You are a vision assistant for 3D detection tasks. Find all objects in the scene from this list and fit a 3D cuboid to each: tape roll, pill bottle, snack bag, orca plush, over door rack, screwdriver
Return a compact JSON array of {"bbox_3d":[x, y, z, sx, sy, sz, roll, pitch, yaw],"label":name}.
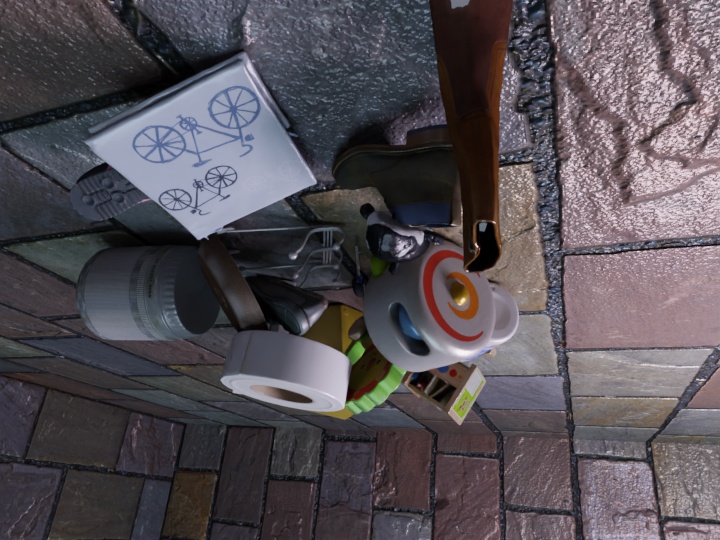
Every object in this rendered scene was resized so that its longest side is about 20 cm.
[{"bbox_3d":[-0.116,0.163,0.817,0.200,0.072,0.203,10,155,5],"label":"tape roll"},{"bbox_3d":[0.200,0.106,0.970,0.111,0.113,0.200,11,155,-11],"label":"pill bottle"},{"bbox_3d":[-0.160,-0.124,0.578,0.187,0.022,0.200,-24,147,9],"label":"snack bag"},{"bbox_3d":[0.039,-0.035,0.634,0.104,0.072,0.200,20,-164,-4],"label":"orca plush"},{"bbox_3d":[-0.127,-0.021,0.818,0.197,0.067,0.148,7,155,-2],"label":"over door rack"},{"bbox_3d":[0.000,0.000,0.887,0.029,0.028,0.201,-22,158,-13],"label":"screwdriver"}]

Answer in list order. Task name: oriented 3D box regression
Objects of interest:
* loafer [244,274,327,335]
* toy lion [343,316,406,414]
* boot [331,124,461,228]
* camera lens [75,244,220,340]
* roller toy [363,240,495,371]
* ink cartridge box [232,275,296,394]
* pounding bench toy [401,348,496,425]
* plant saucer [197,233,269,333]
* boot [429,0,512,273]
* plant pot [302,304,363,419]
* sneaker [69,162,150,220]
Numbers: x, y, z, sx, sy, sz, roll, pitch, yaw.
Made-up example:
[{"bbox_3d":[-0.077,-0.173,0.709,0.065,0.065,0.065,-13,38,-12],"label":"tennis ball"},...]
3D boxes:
[{"bbox_3d":[-0.124,0.046,0.809,0.199,0.063,0.073,20,135,49],"label":"loafer"},{"bbox_3d":[0.019,0.159,0.892,0.069,0.193,0.199,43,148,-16],"label":"toy lion"},{"bbox_3d":[0.034,-0.088,0.567,0.074,0.098,0.199,4,175,-39],"label":"boot"},{"bbox_3d":[-0.362,0.039,0.885,0.197,0.162,0.160,-2,155,16],"label":"camera lens"},{"bbox_3d":[0.111,0.054,0.785,0.198,0.185,0.139,20,149,-30],"label":"roller toy"},{"bbox_3d":[-0.187,0.132,1.002,0.083,0.202,0.146,11,156,-11],"label":"ink cartridge box"},{"bbox_3d":[0.214,0.232,1.245,0.155,0.201,0.124,28,168,34],"label":"pounding bench toy"},{"bbox_3d":[-0.209,0.033,0.820,0.036,0.201,0.201,-29,164,-20],"label":"plant saucer"},{"bbox_3d":[0.081,-0.121,0.389,0.068,0.202,0.189,2,156,7],"label":"boot"},{"bbox_3d":[-0.047,0.184,1.119,0.199,0.202,0.176,25,136,-37],"label":"plant pot"},{"bbox_3d":[-0.251,-0.126,0.635,0.197,0.082,0.071,-14,123,-1],"label":"sneaker"}]
